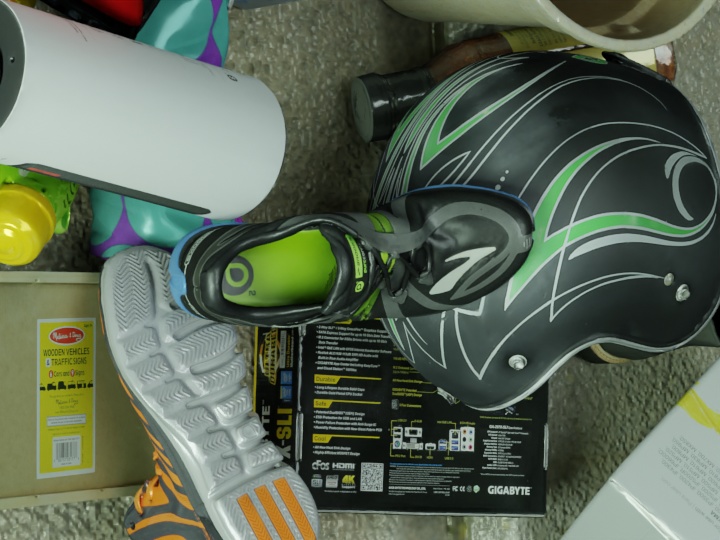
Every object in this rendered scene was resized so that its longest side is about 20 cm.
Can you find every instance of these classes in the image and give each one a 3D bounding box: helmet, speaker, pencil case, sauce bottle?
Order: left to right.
[{"bbox_3d":[-0.130,-0.082,1.483,0.200,0.081,0.082,14,80,-50],"label":"speaker"},{"bbox_3d":[-0.107,-0.101,1.625,0.092,0.085,0.201,1,89,-2],"label":"pencil case"},{"bbox_3d":[0.093,-0.117,1.771,0.199,0.066,0.066,-10,95,-16],"label":"sauce bottle"},{"bbox_3d":[0.096,-0.025,1.666,0.190,0.200,0.201,-9,94,-24],"label":"helmet"}]

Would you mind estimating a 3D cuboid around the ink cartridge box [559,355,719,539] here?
[{"bbox_3d":[0.220,0.124,1.830,0.083,0.145,0.200,41,59,8],"label":"ink cartridge box"}]

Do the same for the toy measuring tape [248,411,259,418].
[{"bbox_3d":[-0.066,0.184,1.661,0.073,0.073,0.201,16,79,-37],"label":"toy measuring tape"}]

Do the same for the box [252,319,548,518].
[{"bbox_3d":[0.028,0.069,1.751,0.199,0.049,0.161,4,83,-38],"label":"box"}]

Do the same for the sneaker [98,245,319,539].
[{"bbox_3d":[-0.104,0.092,1.577,0.077,0.112,0.201,-16,75,-34],"label":"sneaker"}]

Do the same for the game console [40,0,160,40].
[{"bbox_3d":[-0.177,-0.215,1.488,0.199,0.119,0.173,30,52,-2],"label":"game console"}]

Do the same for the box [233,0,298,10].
[{"bbox_3d":[-0.019,-0.256,1.657,0.041,0.156,0.201,16,79,-35],"label":"box"}]

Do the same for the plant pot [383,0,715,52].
[{"bbox_3d":[0.094,-0.224,1.727,0.200,0.183,0.202,1,88,-38],"label":"plant pot"}]

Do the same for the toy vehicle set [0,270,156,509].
[{"bbox_3d":[-0.167,0.063,1.560,0.200,0.026,0.125,2,88,-62],"label":"toy vehicle set"}]

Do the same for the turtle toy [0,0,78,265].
[{"bbox_3d":[-0.222,-0.091,1.525,0.200,0.101,0.146,51,37,-23],"label":"turtle toy"}]

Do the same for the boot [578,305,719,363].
[{"bbox_3d":[0.175,-0.041,1.813,0.077,0.138,0.201,-31,106,-34],"label":"boot"}]

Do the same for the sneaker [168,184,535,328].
[{"bbox_3d":[0.000,0.000,1.534,0.199,0.083,0.071,-7,101,-13],"label":"sneaker"}]
